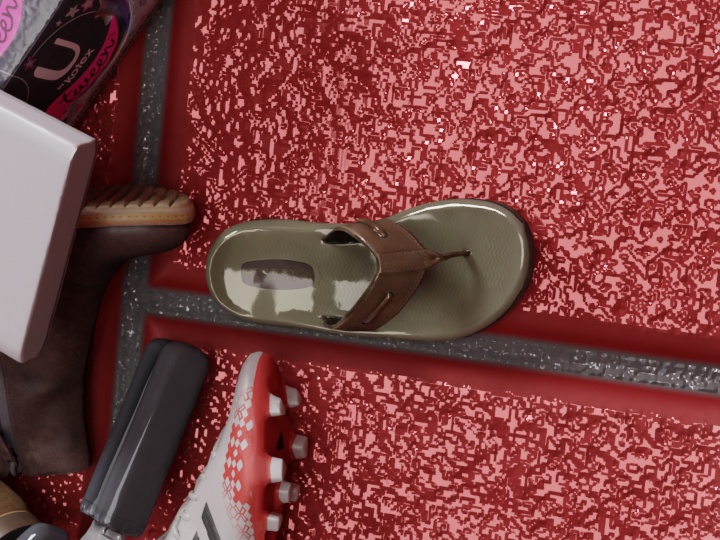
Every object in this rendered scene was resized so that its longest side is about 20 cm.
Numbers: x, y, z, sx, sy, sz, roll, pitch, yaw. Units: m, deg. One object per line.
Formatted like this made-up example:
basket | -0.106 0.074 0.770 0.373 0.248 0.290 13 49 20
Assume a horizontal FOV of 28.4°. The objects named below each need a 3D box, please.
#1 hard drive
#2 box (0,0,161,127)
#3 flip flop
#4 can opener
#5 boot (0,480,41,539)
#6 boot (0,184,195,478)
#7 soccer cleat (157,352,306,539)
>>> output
hard drive | -0.246 -0.053 0.788 0.199 0.026 0.133 27 113 16
box | -0.189 -0.189 0.826 0.132 0.115 0.200 40 103 11
flip flop | 0.000 0.000 0.808 0.198 0.058 0.082 1 93 17
can opener | -0.150 0.131 0.828 0.066 0.053 0.201 32 78 -28
boot | -0.279 0.206 0.853 0.200 0.074 0.075 -44 55 -10
boot | -0.180 0.039 0.871 0.198 0.072 0.168 -8 102 16
soccer cleat | -0.081 0.147 0.828 0.084 0.069 0.202 5 99 12
